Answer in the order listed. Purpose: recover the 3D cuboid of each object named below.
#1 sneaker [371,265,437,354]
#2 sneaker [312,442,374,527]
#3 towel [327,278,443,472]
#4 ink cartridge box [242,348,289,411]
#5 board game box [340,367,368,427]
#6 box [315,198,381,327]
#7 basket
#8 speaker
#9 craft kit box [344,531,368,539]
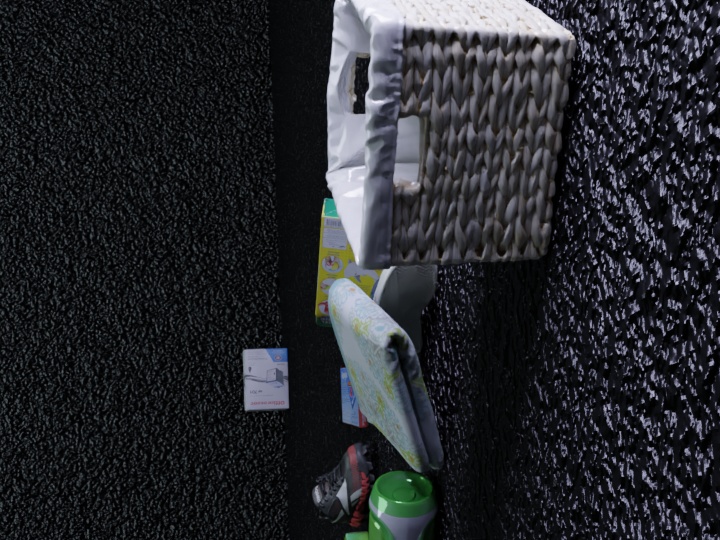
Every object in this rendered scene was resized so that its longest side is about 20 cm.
[{"bbox_3d":[0.044,0.022,1.189,0.201,0.074,0.085,99,162,-49],"label":"sneaker"},{"bbox_3d":[-0.030,0.361,1.630,0.071,0.097,0.201,-98,12,-45],"label":"sneaker"},{"bbox_3d":[0.030,0.122,1.144,0.171,0.048,0.201,36,147,59],"label":"towel"},{"bbox_3d":[-0.312,0.362,3.232,0.086,0.145,0.201,135,133,-75],"label":"ink cartridge box"},{"bbox_3d":[-0.012,0.223,1.742,0.200,0.019,0.104,146,121,-79],"label":"board game box"},{"bbox_3d":[0.000,0.000,1.331,0.049,0.116,0.201,-84,0,-53],"label":"box"},{"bbox_3d":[0.062,-0.126,0.796,0.200,0.160,0.199,-108,19,-63],"label":"basket"},{"bbox_3d":[0.048,0.348,1.181,0.089,0.088,0.201,-114,25,-68],"label":"speaker"},{"bbox_3d":[-0.007,0.582,1.688,0.198,0.048,0.201,107,160,-54],"label":"craft kit box"}]
